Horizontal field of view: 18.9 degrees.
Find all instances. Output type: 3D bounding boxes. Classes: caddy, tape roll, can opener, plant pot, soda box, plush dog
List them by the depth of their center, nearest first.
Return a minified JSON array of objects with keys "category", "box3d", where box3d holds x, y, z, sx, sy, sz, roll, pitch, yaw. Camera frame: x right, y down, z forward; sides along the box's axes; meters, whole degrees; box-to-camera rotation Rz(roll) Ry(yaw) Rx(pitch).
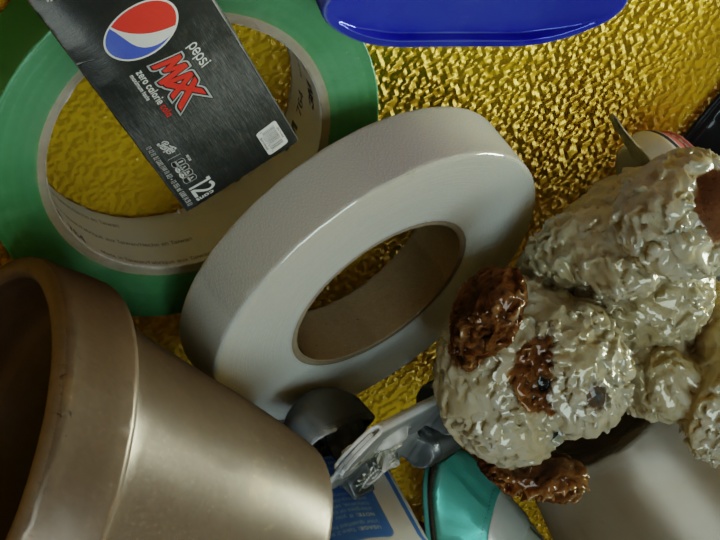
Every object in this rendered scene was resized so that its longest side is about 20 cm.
[{"category":"soda box","box3d":[-0.094,-0.107,0.911,0.063,0.071,0.200,-32,151,-1]},{"category":"caddy","box3d":[0.053,-0.184,1.005,0.200,0.105,0.141,-3,148,-25]},{"category":"plant pot","box3d":[-0.112,0.114,1.029,0.174,0.200,0.200,21,114,-26]},{"category":"tape roll","box3d":[-0.091,-0.072,1.054,0.200,0.048,0.201,-13,129,-17]},{"category":"tape roll","box3d":[0.000,0.000,1.111,0.203,0.037,0.203,-30,153,-17]},{"category":"plush dog","box3d":[0.111,0.029,1.127,0.172,0.160,0.200,-35,131,-18]},{"category":"can opener","box3d":[0.030,0.069,1.178,0.053,0.067,0.200,-52,165,29]},{"category":"plant pot","box3d":[0.186,0.131,1.265,0.200,0.200,0.174,-38,116,5]}]

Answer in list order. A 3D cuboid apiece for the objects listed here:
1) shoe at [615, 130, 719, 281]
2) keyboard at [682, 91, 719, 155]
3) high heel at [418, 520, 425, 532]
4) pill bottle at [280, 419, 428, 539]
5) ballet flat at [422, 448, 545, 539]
[{"category":"shoe","box3d":[0.225,-0.022,1.212,0.091,0.071,0.200,-45,116,-13]},{"category":"keyboard","box3d":[0.236,-0.062,1.239,0.127,0.021,0.200,28,111,-31]},{"category":"high heel","box3d":[-0.032,0.227,1.276,0.200,0.096,0.067,-29,132,-3]},{"category":"pill bottle","box3d":[-0.018,0.161,1.161,0.112,0.200,0.112,-14,132,-16]},{"category":"ballet flat","box3d":[0.082,0.180,1.310,0.070,0.067,0.200,9,136,18]}]
